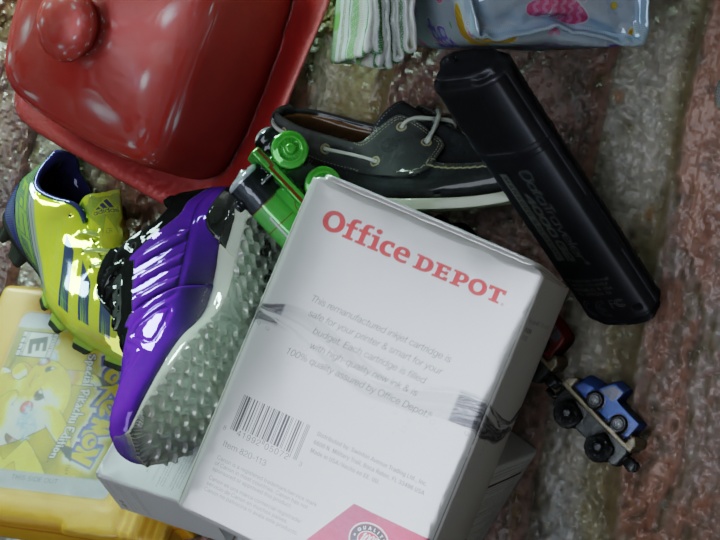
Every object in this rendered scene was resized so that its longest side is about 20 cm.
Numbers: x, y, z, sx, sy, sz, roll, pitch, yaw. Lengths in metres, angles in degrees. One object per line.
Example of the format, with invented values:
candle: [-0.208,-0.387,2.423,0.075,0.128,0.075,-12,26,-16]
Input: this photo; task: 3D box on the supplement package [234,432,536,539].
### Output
supplement package: [-0.002,0.167,1.221,0.109,0.114,0.201,35,106,19]

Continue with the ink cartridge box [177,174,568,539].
ink cartridge box: [0.010,0.068,1.107,0.146,0.083,0.201,23,91,19]

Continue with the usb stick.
usb stick: [0.108,-0.045,1.137,0.055,0.033,0.200,-3,133,44]

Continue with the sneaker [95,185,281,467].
sneaker: [-0.119,0.030,1.197,0.099,0.070,0.201,6,51,23]

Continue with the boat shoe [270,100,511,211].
boat shoe: [0.032,-0.068,1.217,0.199,0.072,0.068,4,98,28]

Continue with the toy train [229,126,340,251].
toy train: [0.000,0.000,1.185,0.056,0.042,0.200,-44,91,-9]

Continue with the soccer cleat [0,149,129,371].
soccer cleat: [-0.171,-0.007,1.296,0.084,0.064,0.200,-56,47,14]

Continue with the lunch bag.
lunch bag: [0.093,-0.224,1.116,0.126,0.170,0.202,-1,95,-14]

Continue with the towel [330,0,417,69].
towel: [0.012,-0.192,1.167,0.030,0.200,0.151,6,95,-7]

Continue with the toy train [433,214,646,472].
toy train: [0.104,0.041,1.210,0.046,0.034,0.200,-45,73,9]

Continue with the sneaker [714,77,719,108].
sneaker: [0.269,-0.056,1.103,0.088,0.081,0.201,-40,67,23]

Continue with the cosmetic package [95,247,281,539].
cosmetic package: [-0.076,0.062,1.232,0.082,0.051,0.201,14,62,27]

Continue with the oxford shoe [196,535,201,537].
oxford shoe: [-0.177,0.133,1.328,0.199,0.074,0.071,7,98,27]

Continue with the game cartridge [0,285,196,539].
game cartridge: [-0.173,0.093,1.297,0.198,0.032,0.177,2,58,26]

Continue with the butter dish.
butter dish: [-0.148,-0.150,1.261,0.199,0.148,0.201,29,104,22]
